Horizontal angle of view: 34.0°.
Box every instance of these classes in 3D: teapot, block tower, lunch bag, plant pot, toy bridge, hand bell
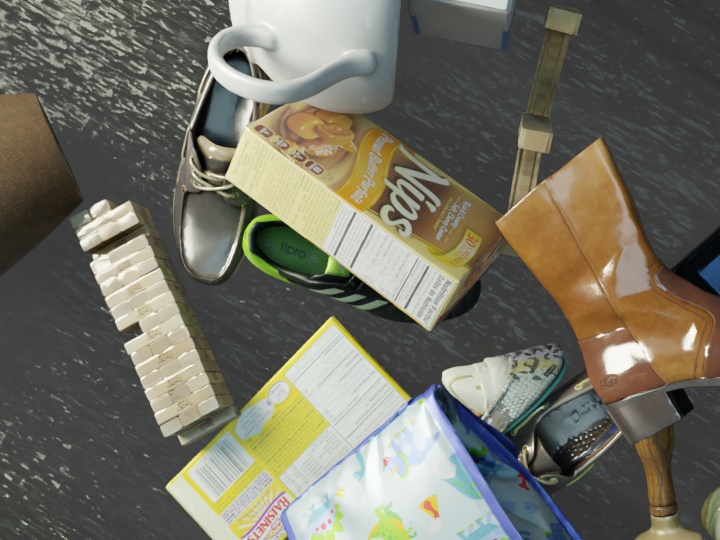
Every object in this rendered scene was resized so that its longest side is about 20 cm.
[{"bbox_3d":[-0.040,-0.211,0.885,0.144,0.200,0.201,3,90,0],"label":"teapot"},{"bbox_3d":[-0.165,0.039,0.953,0.053,0.058,0.202,-27,83,5],"label":"block tower"},{"bbox_3d":[0.057,0.209,0.868,0.170,0.127,0.201,-42,87,19],"label":"lunch bag"},{"bbox_3d":[-0.328,-0.057,0.930,0.198,0.187,0.189,-25,88,-11],"label":"plant pot"},{"bbox_3d":[0.139,-0.109,0.935,0.027,0.067,0.203,11,110,4],"label":"toy bridge"},{"bbox_3d":[0.229,0.174,0.902,0.102,0.104,0.203,-10,96,4],"label":"hand bell"}]

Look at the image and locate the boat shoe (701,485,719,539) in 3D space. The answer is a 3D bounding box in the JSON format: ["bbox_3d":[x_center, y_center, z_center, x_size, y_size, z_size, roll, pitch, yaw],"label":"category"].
[{"bbox_3d":[0.360,0.159,0.912,0.199,0.063,0.074,-34,117,5],"label":"boat shoe"}]

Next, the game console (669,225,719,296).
[{"bbox_3d":[0.322,0.037,0.854,0.172,0.119,0.200,45,130,4],"label":"game console"}]

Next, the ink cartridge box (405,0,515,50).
[{"bbox_3d":[0.094,-0.286,0.900,0.084,0.146,0.203,10,90,6],"label":"ink cartridge box"}]

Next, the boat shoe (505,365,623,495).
[{"bbox_3d":[0.149,0.141,0.940,0.199,0.060,0.072,-39,88,3],"label":"boat shoe"}]

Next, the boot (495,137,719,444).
[{"bbox_3d":[0.220,-0.005,0.850,0.187,0.068,0.202,-34,79,27],"label":"boot"}]

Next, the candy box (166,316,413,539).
[{"bbox_3d":[-0.057,0.144,0.971,0.200,0.026,0.102,-45,88,3],"label":"candy box"}]

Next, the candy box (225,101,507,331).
[{"bbox_3d":[0.009,-0.053,0.907,0.199,0.115,0.056,36,127,11],"label":"candy box"}]

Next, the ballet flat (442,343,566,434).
[{"bbox_3d":[0.076,0.119,0.936,0.200,0.072,0.072,-45,87,4],"label":"ballet flat"}]

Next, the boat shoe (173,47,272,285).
[{"bbox_3d":[-0.117,-0.089,0.952,0.073,0.073,0.203,7,91,4],"label":"boat shoe"}]

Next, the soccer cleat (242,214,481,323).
[{"bbox_3d":[0.000,0.000,0.939,0.197,0.081,0.069,14,91,1],"label":"soccer cleat"}]
